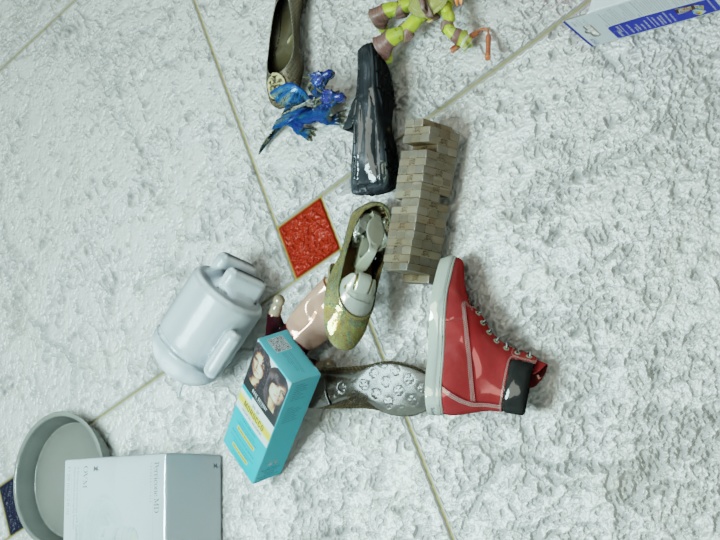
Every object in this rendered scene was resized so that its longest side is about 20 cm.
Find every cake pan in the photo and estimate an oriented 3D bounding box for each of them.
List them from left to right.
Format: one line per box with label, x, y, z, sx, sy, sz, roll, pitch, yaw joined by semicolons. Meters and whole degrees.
cake pan;-0.448;0.317;1.761;0.197;0.037;0.204;-7;78;33

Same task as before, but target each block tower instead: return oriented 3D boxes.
block tower;0.076;-0.087;1.462;0.054;0.057;0.204;3;84;53

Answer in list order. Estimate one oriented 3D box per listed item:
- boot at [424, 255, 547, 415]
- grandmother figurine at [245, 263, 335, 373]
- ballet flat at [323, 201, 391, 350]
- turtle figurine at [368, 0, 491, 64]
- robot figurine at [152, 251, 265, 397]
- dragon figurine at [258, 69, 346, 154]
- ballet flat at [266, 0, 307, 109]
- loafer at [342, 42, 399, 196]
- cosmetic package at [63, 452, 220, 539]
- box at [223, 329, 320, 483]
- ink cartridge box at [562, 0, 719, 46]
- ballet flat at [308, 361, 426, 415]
boot;0.153;0.077;1.393;0.141;0.073;0.204;-2;64;11
grandmother figurine;-0.079;0.089;1.544;0.200;0.060;0.122;-42;76;23
ballet flat;0.000;0.000;1.467;0.070;0.071;0.203;-5;58;33
turtle figurine;0.088;-0.334;1.501;0.160;0.064;0.203;-26;68;27
robot figurine;-0.212;0.075;1.600;0.201;0.112;0.170;-54;35;14
dragon figurine;-0.088;-0.219;1.576;0.197;0.099;0.060;-14;73;34
ballet flat;-0.109;-0.330;1.638;0.066;0.046;0.204;1;79;37
loafer;0.008;-0.199;1.528;0.069;0.068;0.205;-7;81;23
cosmetic package;-0.302;0.360;1.606;0.197;0.122;0.204;-9;77;31
box;-0.118;0.179;1.506;0.082;0.049;0.202;49;135;30
ink cartridge box;0.335;-0.306;1.312;0.197;0.094;0.038;-14;74;31
ballet flat;0.012;0.150;1.475;0.197;0.046;0.069;-6;89;29
